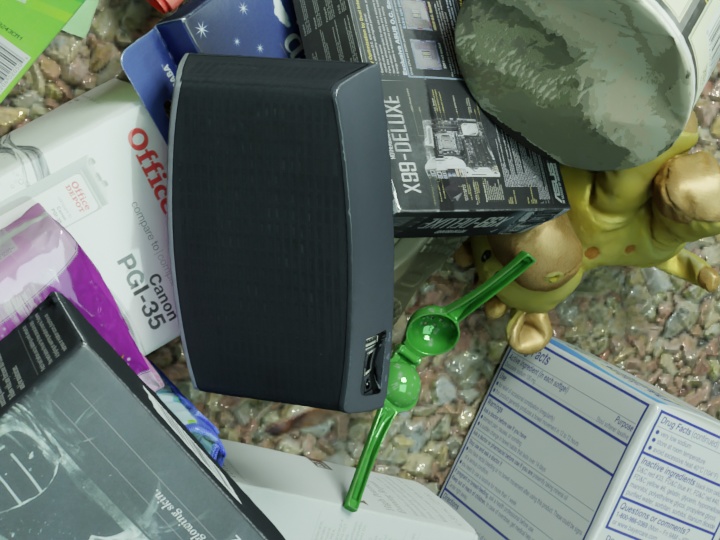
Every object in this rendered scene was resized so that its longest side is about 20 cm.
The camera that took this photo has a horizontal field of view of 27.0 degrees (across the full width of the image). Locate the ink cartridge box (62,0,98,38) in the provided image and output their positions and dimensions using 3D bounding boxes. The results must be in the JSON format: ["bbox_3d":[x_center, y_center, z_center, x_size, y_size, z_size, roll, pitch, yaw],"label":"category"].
[{"bbox_3d":[-0.183,-0.252,0.862,0.145,0.048,0.201,19,93,-28],"label":"ink cartridge box"}]

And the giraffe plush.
[{"bbox_3d":[0.143,-0.039,1.024,0.161,0.173,0.200,-26,147,-6],"label":"giraffe plush"}]

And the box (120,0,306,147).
[{"bbox_3d":[-0.048,-0.132,0.917,0.200,0.032,0.122,-47,120,-34],"label":"box"}]

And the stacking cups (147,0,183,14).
[{"bbox_3d":[-0.065,-0.241,0.916,0.200,0.060,0.061,-44,116,-5],"label":"stacking cups"}]

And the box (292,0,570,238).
[{"bbox_3d":[0.040,-0.122,0.914,0.157,0.050,0.202,-4,76,-44],"label":"box"}]

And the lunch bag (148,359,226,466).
[{"bbox_3d":[-0.173,0.148,0.898,0.127,0.170,0.200,43,84,-24],"label":"lunch bag"}]

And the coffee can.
[{"bbox_3d":[0.162,-0.180,0.900,0.147,0.146,0.200,54,50,-25],"label":"coffee can"}]

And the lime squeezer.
[{"bbox_3d":[0.043,0.067,0.988,0.038,0.071,0.201,37,89,-39],"label":"lime squeezer"}]

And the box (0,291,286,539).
[{"bbox_3d":[-0.154,0.156,0.751,0.196,0.124,0.200,-42,110,-5],"label":"box"}]

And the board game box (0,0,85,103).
[{"bbox_3d":[-0.187,-0.194,0.853,0.095,0.030,0.200,36,106,-31],"label":"board game box"}]

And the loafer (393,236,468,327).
[{"bbox_3d":[0.000,0.000,0.998,0.200,0.068,0.076,-46,155,7],"label":"loafer"}]

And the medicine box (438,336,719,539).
[{"bbox_3d":[0.149,0.166,1.042,0.102,0.182,0.201,24,93,-28],"label":"medicine box"}]

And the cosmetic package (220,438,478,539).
[{"bbox_3d":[-0.034,0.172,1.008,0.199,0.102,0.075,18,95,-28],"label":"cosmetic package"}]

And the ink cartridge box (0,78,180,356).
[{"bbox_3d":[-0.190,-0.006,0.900,0.199,0.083,0.147,-31,113,-14],"label":"ink cartridge box"}]

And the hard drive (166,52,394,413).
[{"bbox_3d":[-0.049,-0.018,0.845,0.042,0.134,0.202,-37,130,-60],"label":"hard drive"}]

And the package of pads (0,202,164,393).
[{"bbox_3d":[-0.218,0.069,0.819,0.199,0.076,0.121,-36,117,-11],"label":"package of pads"}]
